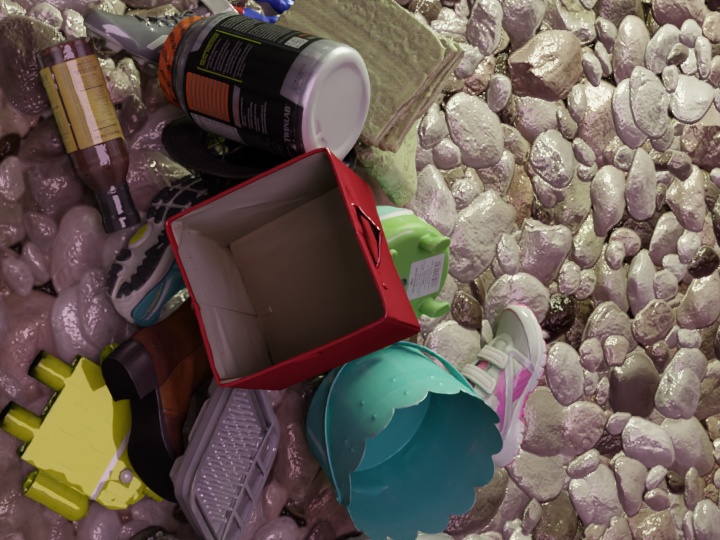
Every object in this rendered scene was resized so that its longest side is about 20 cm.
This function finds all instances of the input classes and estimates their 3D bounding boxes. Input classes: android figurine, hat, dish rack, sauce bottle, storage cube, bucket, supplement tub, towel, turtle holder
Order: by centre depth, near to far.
[{"bbox_3d":[-0.057,0.008,1.120,0.197,0.180,0.173,-23,79,9],"label":"storage cube"},{"bbox_3d":[-0.099,-0.185,1.141,0.122,0.198,0.124,-38,139,-42],"label":"supplement tub"},{"bbox_3d":[-0.282,-0.139,1.203,0.064,0.064,0.203,-20,100,-24],"label":"sauce bottle"},{"bbox_3d":[-0.112,-0.106,1.212,0.198,0.201,0.082,-10,121,-25],"label":"hat"},{"bbox_3d":[-0.145,0.201,1.215,0.043,0.201,0.173,14,58,15],"label":"dish rack"},{"bbox_3d":[-0.004,-0.228,1.218,0.199,0.037,0.149,37,81,16],"label":"towel"},{"bbox_3d":[-0.279,0.175,1.222,0.199,0.041,0.184,37,75,-20],"label":"android figurine"},{"bbox_3d":[0.006,0.005,1.284,0.185,0.131,0.142,-40,137,-13],"label":"turtle holder"},{"bbox_3d":[0.043,0.188,1.292,0.204,0.135,0.210,-16,123,-26],"label":"bucket"},{"bbox_3d":[0.032,-0.191,1.303,0.148,0.036,0.203,44,45,-60],"label":"towel"}]

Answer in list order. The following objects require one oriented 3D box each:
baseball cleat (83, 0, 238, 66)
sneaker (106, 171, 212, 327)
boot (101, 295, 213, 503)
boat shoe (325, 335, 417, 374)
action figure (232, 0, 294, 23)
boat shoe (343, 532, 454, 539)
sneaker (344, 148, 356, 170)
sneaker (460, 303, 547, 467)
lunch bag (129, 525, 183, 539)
[{"bbox_3d":[-0.198,-0.258,1.219,0.198,0.070,0.108,17,104,-46],"label":"baseball cleat"},{"bbox_3d":[-0.201,-0.028,1.250,0.201,0.077,0.080,-54,144,-22],"label":"sneaker"},{"bbox_3d":[-0.179,0.125,1.243,0.200,0.068,0.191,-40,113,-49],"label":"boot"},{"bbox_3d":[-0.013,0.100,1.332,0.200,0.074,0.076,-19,105,-25],"label":"boat shoe"},{"bbox_3d":[-0.066,-0.283,1.290,0.198,0.099,0.066,22,82,-27],"label":"action figure"},{"bbox_3d":[0.037,0.356,1.360,0.197,0.068,0.073,1,90,-26],"label":"boat shoe"},{"bbox_3d":[-0.053,-0.098,1.301,0.074,0.087,0.203,26,81,-25],"label":"sneaker"},{"bbox_3d":[0.166,0.137,1.413,0.087,0.081,0.204,17,83,-26],"label":"sneaker"},{"bbox_3d":[-0.223,0.373,1.180,0.199,0.167,0.141,-36,105,-21],"label":"lunch bag"}]
